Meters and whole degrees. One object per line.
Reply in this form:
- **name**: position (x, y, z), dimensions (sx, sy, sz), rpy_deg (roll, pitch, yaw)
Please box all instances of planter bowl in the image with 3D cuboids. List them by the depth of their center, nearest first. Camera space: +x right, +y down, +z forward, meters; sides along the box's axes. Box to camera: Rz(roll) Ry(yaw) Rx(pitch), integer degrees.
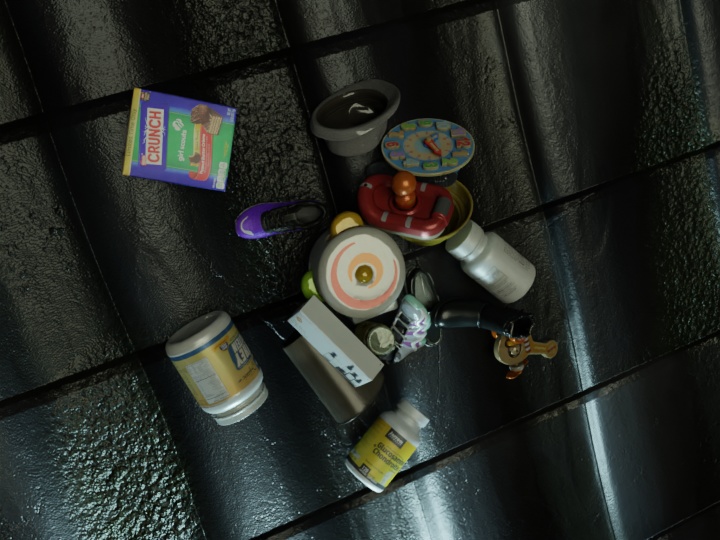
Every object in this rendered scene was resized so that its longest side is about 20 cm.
- **planter bowl**: position (0.147, -0.116, 1.508), dimensions (0.200, 0.201, 0.084), rpy_deg (-27, 143, -12)

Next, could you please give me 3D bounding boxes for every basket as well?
- **basket**: position (-0.063, 0.201, 1.481), dimensions (0.136, 0.180, 0.200), rpy_deg (-36, 99, 24)

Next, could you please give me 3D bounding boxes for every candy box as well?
- **candy box**: position (-0.357, -0.256, 1.352), dimensions (0.199, 0.077, 0.170), rpy_deg (7, 96, -17)

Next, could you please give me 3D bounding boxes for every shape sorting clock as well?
- **shape sorting clock**: position (0.144, -0.267, 1.460), dimensions (0.199, 0.200, 0.039), rpy_deg (-15, 138, -15)

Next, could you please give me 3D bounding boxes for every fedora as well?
- **fedora**: position (-0.006, -0.307, 1.433), dimensions (0.200, 0.177, 0.091), rpy_deg (-40, 139, -23)

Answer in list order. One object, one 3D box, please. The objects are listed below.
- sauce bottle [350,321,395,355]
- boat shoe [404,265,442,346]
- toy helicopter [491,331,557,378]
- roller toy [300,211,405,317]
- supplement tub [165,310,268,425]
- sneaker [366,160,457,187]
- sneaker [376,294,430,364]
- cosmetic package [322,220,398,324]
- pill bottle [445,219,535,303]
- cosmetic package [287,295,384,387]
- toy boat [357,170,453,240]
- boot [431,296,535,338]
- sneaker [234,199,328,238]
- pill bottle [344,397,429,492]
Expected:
- **sauce bottle**: position (0.018, 0.141, 1.464), dimensions (0.064, 0.200, 0.065), rpy_deg (0, 89, -16)
- **boat shoe**: position (0.148, 0.088, 1.573), dimensions (0.075, 0.060, 0.201), rpy_deg (-25, 105, -13)
- **toy helicopter**: position (0.404, 0.196, 1.668), dimensions (0.199, 0.079, 0.133), rpy_deg (8, 89, -31)
- **roller toy**: position (-0.006, -0.004, 1.385), dimensions (0.182, 0.140, 0.201), rpy_deg (23, 92, -17)
- **supplement tub**: position (-0.290, 0.199, 1.405), dimensions (0.144, 0.145, 0.201), rpy_deg (-31, 106, -11)
- **sneaker**: position (0.115, -0.219, 1.509), dimensions (0.199, 0.082, 0.070), rpy_deg (4, 121, 10)
- **sneaker**: position (0.081, 0.147, 1.497), dimensions (0.140, 0.078, 0.200), rpy_deg (-37, 148, -20)
- **cosmetic package**: position (0.000, 0.000, 1.502), dimensions (0.112, 0.081, 0.201), rpy_deg (-20, 105, -12)
- **pill bottle**: position (0.296, -0.023, 1.576), dimensions (0.200, 0.114, 0.115), rpy_deg (37, 86, -19)
- **cosmetic package**: position (-0.052, 0.146, 1.381), dimensions (0.200, 0.083, 0.051), rpy_deg (45, 57, -4)
- **toy boat**: position (0.089, -0.152, 1.404), dimensions (0.199, 0.131, 0.131), rpy_deg (13, 57, 17)
- **boot**: position (0.280, 0.111, 1.540), dimensions (0.198, 0.162, 0.074), rpy_deg (-5, 107, -37)
- **sneaker**: position (-0.160, -0.111, 1.423), dimensions (0.199, 0.099, 0.070), rpy_deg (-14, 100, -16)
- **pill bottle**: position (0.065, 0.394, 1.564), dimensions (0.112, 0.112, 0.200), rpy_deg (41, 85, -19)
